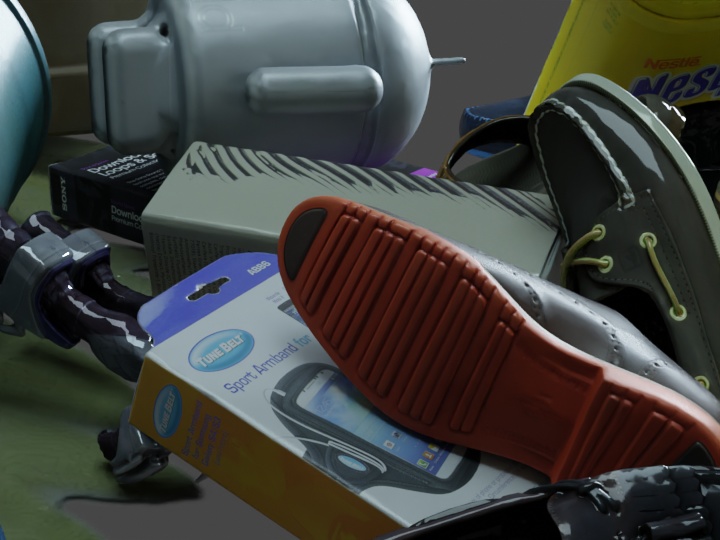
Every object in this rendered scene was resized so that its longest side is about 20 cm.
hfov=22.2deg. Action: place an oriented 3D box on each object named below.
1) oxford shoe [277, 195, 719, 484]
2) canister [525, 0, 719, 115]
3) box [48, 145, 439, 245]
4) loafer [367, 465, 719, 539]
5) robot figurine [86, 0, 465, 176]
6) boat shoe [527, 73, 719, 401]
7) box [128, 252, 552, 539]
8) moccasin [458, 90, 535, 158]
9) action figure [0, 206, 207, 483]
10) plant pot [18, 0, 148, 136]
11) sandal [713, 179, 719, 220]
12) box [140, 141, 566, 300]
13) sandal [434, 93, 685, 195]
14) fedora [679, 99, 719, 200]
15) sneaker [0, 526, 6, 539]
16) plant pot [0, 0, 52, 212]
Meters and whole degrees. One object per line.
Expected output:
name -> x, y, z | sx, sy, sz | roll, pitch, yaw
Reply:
oxford shoe -> 0.058, 0.032, 0.720 | 0.199, 0.071, 0.073 | 34, 24, 7
canister -> 0.177, -0.123, 1.008 | 0.148, 0.200, 0.087 | -11, 61, -18
box -> -0.058, -0.041, 1.042 | 0.199, 0.036, 0.143 | 19, 28, 33
loafer -> 0.057, 0.107, 0.614 | 0.199, 0.072, 0.063 | -13, -22, 6
robot figurine -> -0.047, -0.106, 1.004 | 0.199, 0.114, 0.170 | -6, 18, -20
boat shoe -> 0.123, 0.007, 0.789 | 0.060, 0.072, 0.202 | -21, 74, -27
box -> 0.003, 0.063, 0.733 | 0.199, 0.042, 0.119 | 30, 33, 21
moccasin -> 0.155, -0.111, 1.168 | 0.199, 0.069, 0.080 | -8, 25, -21
action figure -> -0.085, 0.038, 0.822 | 0.199, 0.070, 0.130 | 29, 26, 22
plant pot -> -0.167, -0.191, 1.167 | 0.199, 0.175, 0.200 | -6, 17, 2
sandal -> 0.220, -0.058, 0.840 | 0.080, 0.054, 0.200 | 18, 33, 26
box -> 0.000, 0.000, 0.878 | 0.199, 0.083, 0.069 | 10, 40, 17
sandal -> 0.072, -0.043, 0.903 | 0.200, 0.054, 0.082 | -22, 40, 50
fedora -> 0.208, -0.007, 0.901 | 0.199, 0.092, 0.201 | 2, 29, -1
sneaker -> -0.216, 0.099, 0.642 | 0.198, 0.091, 0.078 | -1, 23, -4
plant pot -> -0.257, -0.039, 0.855 | 0.199, 0.201, 0.189 | 2, 39, 1
